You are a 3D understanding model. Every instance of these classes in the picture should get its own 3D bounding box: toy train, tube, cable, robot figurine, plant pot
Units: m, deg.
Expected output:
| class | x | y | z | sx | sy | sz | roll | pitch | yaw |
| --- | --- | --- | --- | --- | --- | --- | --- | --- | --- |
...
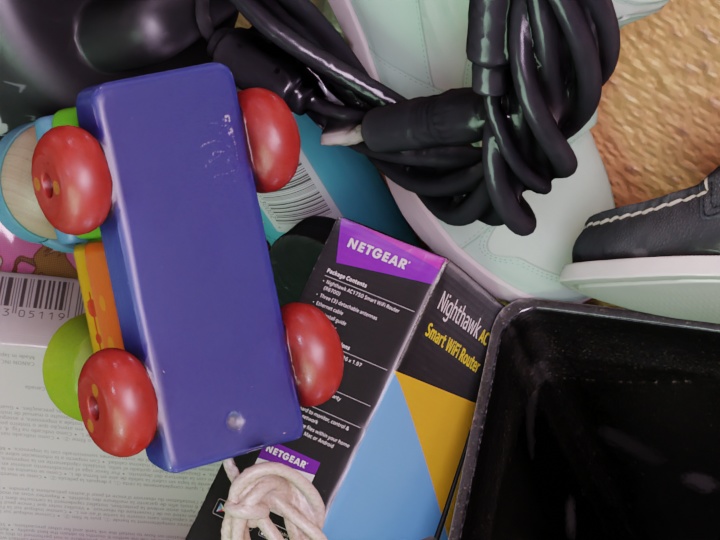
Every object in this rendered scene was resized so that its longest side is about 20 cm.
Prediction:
| class | x | y | z | sx | sy | sz | roll | pitch | yaw |
| --- | --- | --- | --- | --- | --- | --- | --- | --- | --- |
| toy train | -0.066 | 0.038 | 0.886 | 0.116 | 0.085 | 0.200 | -4 | 98 | 60 |
| tube | 0.000 | 0.000 | 1.070 | 0.077 | 0.050 | 0.200 | 13 | 145 | 40 |
| cable | 0.008 | -0.092 | 0.805 | 0.163 | 0.051 | 0.200 | 47 | 150 | 16 |
| robot figurine | -0.124 | -0.108 | 0.975 | 0.125 | 0.150 | 0.200 | 11 | 172 | -43 |
| plant pot | 0.140 | 0.147 | 0.951 | 0.199 | 0.200 | 0.177 | 6 | 154 | 17 |

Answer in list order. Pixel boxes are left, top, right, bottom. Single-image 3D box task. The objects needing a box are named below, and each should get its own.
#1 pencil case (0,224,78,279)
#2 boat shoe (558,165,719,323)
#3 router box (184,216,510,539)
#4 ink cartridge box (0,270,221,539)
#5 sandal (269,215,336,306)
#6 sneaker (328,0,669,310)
| class | x | y | z | sx | sy | sz | roll | pitch | yaw |
| --- | --- | --- | --- | --- | --- | --- | --- | --- | --- |
| pencil case | -0.138 | 0.006 | 1.183 | 0.083 | 0.087 | 0.200 | -40 | 103 | 21 |
| boat shoe | 0.152 | -0.018 | 0.860 | 0.200 | 0.060 | 0.076 | -2 | 167 | 37 |
| router box | 0.015 | 0.082 | 0.986 | 0.051 | 0.149 | 0.200 | 22 | 173 | 26 |
| ink cartridge box | -0.106 | 0.090 | 1.157 | 0.161 | 0.050 | 0.200 | 5 | 134 | -3 |
| sandal | -0.021 | 0.068 | 1.055 | 0.075 | 0.048 | 0.201 | 24 | 135 | 28 |
| sneaker | 0.061 | -0.061 | 0.890 | 0.118 | 0.074 | 0.201 | 7 | 136 | 47 |
